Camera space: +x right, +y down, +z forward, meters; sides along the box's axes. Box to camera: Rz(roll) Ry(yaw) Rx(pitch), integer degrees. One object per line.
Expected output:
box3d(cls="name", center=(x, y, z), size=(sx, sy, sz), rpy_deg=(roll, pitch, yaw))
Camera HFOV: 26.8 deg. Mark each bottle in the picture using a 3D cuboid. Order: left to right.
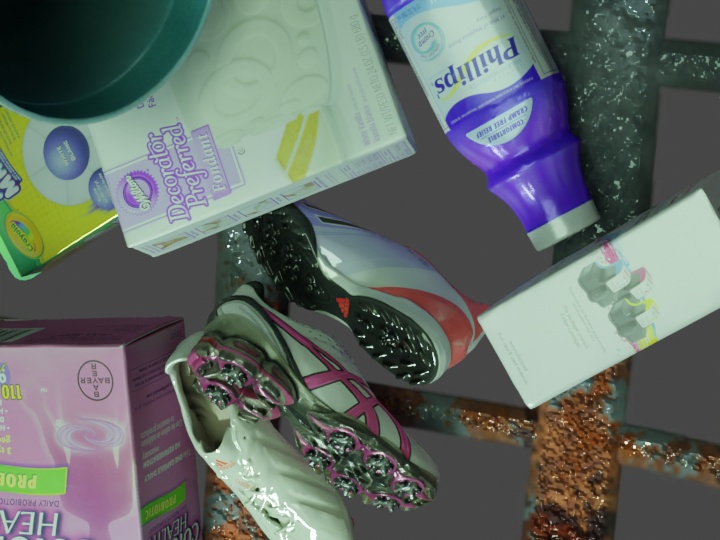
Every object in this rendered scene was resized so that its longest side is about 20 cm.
box3d(cls="bottle", center=(0.088, -0.112, 0.967), size=(0.083, 0.065, 0.202), rpy_deg=(-26, 90, 22))

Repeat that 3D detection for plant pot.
box3d(cls="plant pot", center=(-0.218, -0.208, 0.927), size=(0.187, 0.198, 0.203), rpy_deg=(21, 108, 43))

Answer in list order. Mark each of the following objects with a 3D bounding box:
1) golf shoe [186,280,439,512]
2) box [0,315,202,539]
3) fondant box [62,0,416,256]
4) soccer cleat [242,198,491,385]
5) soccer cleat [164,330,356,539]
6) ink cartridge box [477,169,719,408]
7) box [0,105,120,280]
box3d(cls="golf shoe", center=(-0.019, 0.084, 1.037), size=(0.199, 0.093, 0.072), rpy_deg=(38, 139, -12))
box3d(cls="box", center=(-0.218, 0.142, 1.112), size=(0.173, 0.097, 0.203), rpy_deg=(0, 100, 21))
box3d(cls="fondant box", center=(-0.079, -0.113, 0.998), size=(0.198, 0.058, 0.146), rpy_deg=(-21, 83, 8))
box3d(cls="soccer cleat", center=(0.000, 0.000, 1.029), size=(0.199, 0.073, 0.069), rpy_deg=(37, 137, 28))
box3d(cls="soccer cleat", center=(-0.075, 0.136, 1.066), size=(0.069, 0.077, 0.201), rpy_deg=(-34, 87, 22))
box3d(cls="ink cartridge box", center=(0.182, -0.001, 0.924), size=(0.199, 0.115, 0.068), rpy_deg=(-31, 89, 22))
box3d(cls="box", center=(-0.209, -0.081, 1.096), size=(0.199, 0.048, 0.118), rpy_deg=(-30, 87, 24))
